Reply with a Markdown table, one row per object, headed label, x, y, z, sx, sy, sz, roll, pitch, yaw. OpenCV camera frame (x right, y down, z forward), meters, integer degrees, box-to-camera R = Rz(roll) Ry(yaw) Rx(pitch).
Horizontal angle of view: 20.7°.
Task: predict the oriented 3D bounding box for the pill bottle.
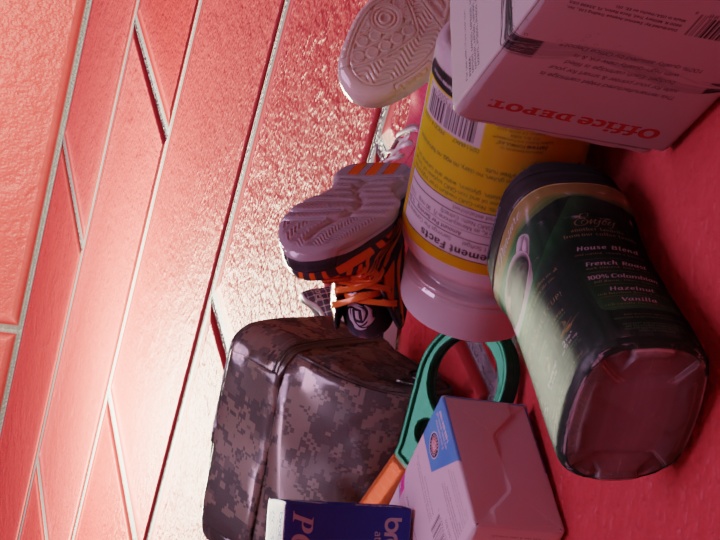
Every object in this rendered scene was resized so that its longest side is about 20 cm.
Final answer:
| label | x | y | z | sx | sy | sz | roll | pitch | yaw |
| --- | --- | --- | --- | --- | --- | --- | --- | --- | --- |
| pill bottle | 0.088 | -0.060 | 1.299 | 0.115 | 0.113 | 0.201 | -107 | 23 | -52 |

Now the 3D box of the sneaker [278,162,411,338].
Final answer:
| label | x | y | z | sx | sy | sz | roll | pitch | yaw |
| --- | --- | --- | --- | --- | --- | --- | --- | --- | --- |
| sneaker | 0.000 | 0.000 | 1.363 | 0.200 | 0.077 | 0.113 | -42 | -48 | -65 |

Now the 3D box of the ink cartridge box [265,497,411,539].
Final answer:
| label | x | y | z | sx | sy | sz | roll | pitch | yaw |
| --- | --- | --- | --- | --- | --- | --- | --- | --- | --- |
| ink cartridge box | -0.021 | 0.259 | 1.339 | 0.044 | 0.093 | 0.201 | 173 | 101 | -70 |

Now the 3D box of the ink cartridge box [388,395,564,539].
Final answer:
| label | x | y | z | sx | sy | sz | roll | pitch | yaw |
| --- | --- | --- | --- | --- | --- | --- | --- | --- | --- |
| ink cartridge box | 0.064 | 0.197 | 1.359 | 0.116 | 0.067 | 0.201 | -103 | 27 | -45 |

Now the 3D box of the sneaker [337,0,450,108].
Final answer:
| label | x | y | z | sx | sy | sz | roll | pitch | yaw |
| --- | --- | --- | --- | --- | --- | --- | --- | --- | --- |
| sneaker | 0.050 | -0.178 | 1.437 | 0.201 | 0.076 | 0.111 | -59 | -12 | -22 |

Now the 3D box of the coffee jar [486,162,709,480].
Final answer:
| label | x | y | z | sx | sy | sz | roll | pitch | yaw |
| --- | --- | --- | --- | --- | --- | --- | --- | --- | --- |
| coffee jar | 0.136 | 0.024 | 1.176 | 0.200 | 0.085 | 0.105 | -107 | 23 | -51 |

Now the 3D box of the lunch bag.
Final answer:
| label | x | y | z | sx | sy | sz | roll | pitch | yaw |
| --- | --- | --- | --- | --- | --- | --- | --- | --- | --- |
| lunch bag | -0.017 | 0.151 | 1.515 | 0.167 | 0.139 | 0.201 | 24 | 107 | 42 |

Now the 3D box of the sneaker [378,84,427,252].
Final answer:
| label | x | y | z | sx | sy | sz | roll | pitch | yaw |
| --- | --- | --- | --- | --- | --- | --- | --- | --- | --- |
| sneaker | 0.036 | -0.065 | 1.520 | 0.074 | 0.086 | 0.202 | 154 | 121 | -68 |

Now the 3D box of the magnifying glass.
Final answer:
| label | x | y | z | sx | sy | sz | roll | pitch | yaw |
| --- | --- | --- | --- | --- | --- | --- | --- | --- | --- |
| magnifying glass | 0.046 | 0.122 | 1.410 | 0.200 | 0.022 | 0.080 | -55 | 52 | 17 |

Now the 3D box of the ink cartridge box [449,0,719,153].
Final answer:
| label | x | y | z | sx | sy | sz | roll | pitch | yaw |
| --- | --- | --- | --- | --- | --- | --- | --- | --- | --- |
| ink cartridge box | 0.151 | -0.157 | 1.107 | 0.200 | 0.143 | 0.084 | 129 | 146 | -57 |

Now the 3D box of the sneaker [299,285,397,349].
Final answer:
| label | x | y | z | sx | sy | sz | roll | pitch | yaw |
| --- | --- | --- | --- | --- | --- | --- | --- | --- | --- |
| sneaker | -0.023 | 0.114 | 1.644 | 0.076 | 0.080 | 0.201 | 178 | 97 | -70 |
